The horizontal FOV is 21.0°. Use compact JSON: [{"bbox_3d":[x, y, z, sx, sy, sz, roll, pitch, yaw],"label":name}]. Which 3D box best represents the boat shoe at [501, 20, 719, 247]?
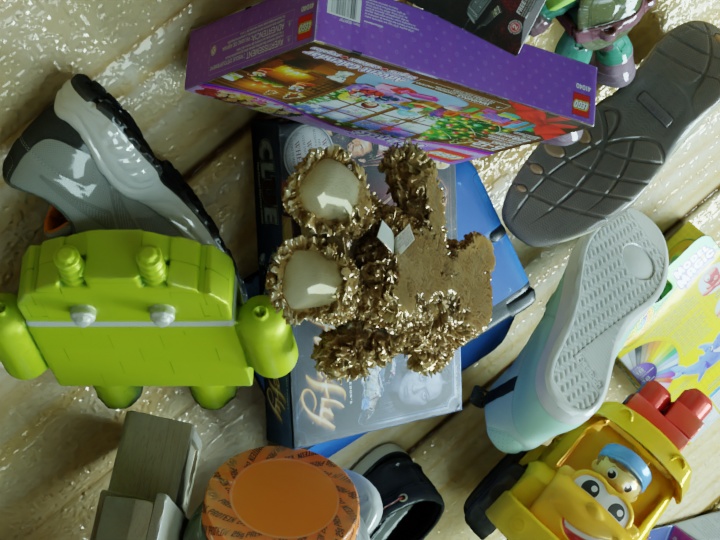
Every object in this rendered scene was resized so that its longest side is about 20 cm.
[{"bbox_3d":[0.179,-0.084,1.326,0.200,0.075,0.073,-39,170,-6],"label":"boat shoe"}]

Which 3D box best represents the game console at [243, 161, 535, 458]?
[{"bbox_3d":[0.007,0.036,1.334,0.199,0.118,0.172,-32,107,-16],"label":"game console"}]

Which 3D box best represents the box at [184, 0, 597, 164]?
[{"bbox_3d":[0.018,-0.110,1.116,0.199,0.136,0.040,13,77,-33],"label":"box"}]

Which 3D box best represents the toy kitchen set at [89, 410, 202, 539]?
[{"bbox_3d":[-0.203,0.174,1.184,0.163,0.179,0.202,91,11,-77],"label":"toy kitchen set"}]

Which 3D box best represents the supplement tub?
[{"bbox_3d":[-0.056,0.216,1.236,0.122,0.123,0.201,-18,135,-27],"label":"supplement tub"}]

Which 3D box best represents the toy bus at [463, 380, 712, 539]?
[{"bbox_3d":[0.184,0.156,1.438,0.192,0.136,0.200,-47,175,1],"label":"toy bus"}]

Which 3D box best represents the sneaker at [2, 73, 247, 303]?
[{"bbox_3d":[-0.134,-0.029,1.131,0.079,0.074,0.200,-39,133,2],"label":"sneaker"}]

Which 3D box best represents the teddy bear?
[{"bbox_3d":[0.006,-0.004,1.141,0.199,0.066,0.147,-7,94,-57],"label":"teddy bear"}]

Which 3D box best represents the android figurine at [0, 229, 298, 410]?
[{"bbox_3d":[-0.128,0.031,1.130,0.180,0.041,0.200,1,155,3],"label":"android figurine"}]

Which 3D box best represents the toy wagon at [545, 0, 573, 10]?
[{"bbox_3d":[0.132,-0.249,1.123,0.199,0.040,0.156,-29,93,-17],"label":"toy wagon"}]

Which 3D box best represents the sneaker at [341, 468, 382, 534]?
[{"bbox_3d":[-0.056,0.208,1.373,0.199,0.078,0.082,-36,150,20],"label":"sneaker"}]

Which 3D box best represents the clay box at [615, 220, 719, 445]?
[{"bbox_3d":[0.252,0.046,1.520,0.115,0.048,0.200,-43,138,0],"label":"clay box"}]

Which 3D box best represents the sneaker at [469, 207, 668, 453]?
[{"bbox_3d":[0.148,0.043,1.409,0.118,0.074,0.201,-41,-166,53],"label":"sneaker"}]

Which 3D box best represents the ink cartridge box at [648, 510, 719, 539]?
[{"bbox_3d":[0.307,0.306,1.783,0.199,0.043,0.198,-10,129,-35],"label":"ink cartridge box"}]

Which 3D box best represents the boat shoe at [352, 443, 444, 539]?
[{"bbox_3d":[-0.020,0.222,1.432,0.202,0.063,0.074,-49,141,7],"label":"boat shoe"}]

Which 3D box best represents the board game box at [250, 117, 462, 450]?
[{"bbox_3d":[0.000,0.000,1.225,0.135,0.034,0.202,-10,104,-34],"label":"board game box"}]

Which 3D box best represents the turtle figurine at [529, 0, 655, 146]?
[{"bbox_3d":[0.133,-0.177,1.210,0.149,0.101,0.201,-30,142,-17],"label":"turtle figurine"}]

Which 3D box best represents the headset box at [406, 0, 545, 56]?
[{"bbox_3d":[0.028,-0.228,1.031,0.199,0.075,0.149,26,107,-7],"label":"headset box"}]
